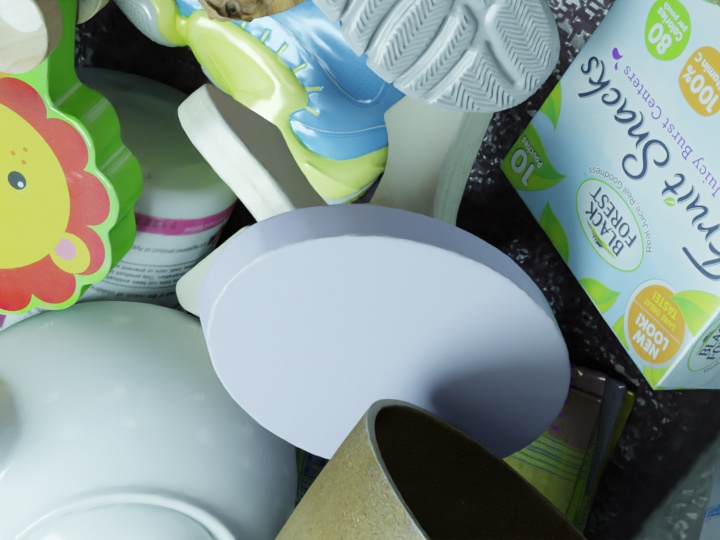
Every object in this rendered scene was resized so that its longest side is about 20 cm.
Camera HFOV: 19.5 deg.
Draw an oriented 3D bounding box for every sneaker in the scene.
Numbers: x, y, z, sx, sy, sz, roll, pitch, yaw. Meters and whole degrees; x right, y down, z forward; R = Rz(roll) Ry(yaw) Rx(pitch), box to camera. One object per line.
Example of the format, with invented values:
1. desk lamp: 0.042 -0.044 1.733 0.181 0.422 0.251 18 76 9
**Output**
1. sneaker: -0.042 -0.130 0.988 0.105 0.076 0.200 -39 99 20
2. sneaker: -0.004 -0.148 0.870 0.200 0.112 0.078 33 111 -27

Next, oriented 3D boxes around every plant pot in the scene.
1. plant pot: 0.007 0.190 0.890 0.186 0.186 0.200 44 104 3

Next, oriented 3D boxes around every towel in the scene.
1. towel: 0.031 0.081 1.064 0.200 0.023 0.144 21 119 17

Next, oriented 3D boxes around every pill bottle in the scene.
1. pill bottle: -0.143 0.008 1.060 0.113 0.113 0.200 31 121 10

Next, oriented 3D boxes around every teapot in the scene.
1. teapot: -0.114 0.124 0.990 0.200 0.146 0.198 -3 128 -11

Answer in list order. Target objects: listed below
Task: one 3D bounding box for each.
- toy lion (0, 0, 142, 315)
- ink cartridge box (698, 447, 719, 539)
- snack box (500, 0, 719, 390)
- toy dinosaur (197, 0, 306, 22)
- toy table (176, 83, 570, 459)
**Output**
1. toy lion: -0.193 -0.074 0.948 0.200 0.069 0.192 18 126 13
2. ink cartridge box: 0.197 0.168 0.915 0.085 0.200 0.145 -5 109 16
3. snack box: 0.158 -0.067 0.885 0.200 0.053 0.142 -56 49 32
4. toy dinosaur: 0.024 -0.155 0.932 0.200 0.060 0.106 -10 89 11
5. toy table: 0.000 0.000 0.937 0.184 0.117 0.200 -30 139 12
